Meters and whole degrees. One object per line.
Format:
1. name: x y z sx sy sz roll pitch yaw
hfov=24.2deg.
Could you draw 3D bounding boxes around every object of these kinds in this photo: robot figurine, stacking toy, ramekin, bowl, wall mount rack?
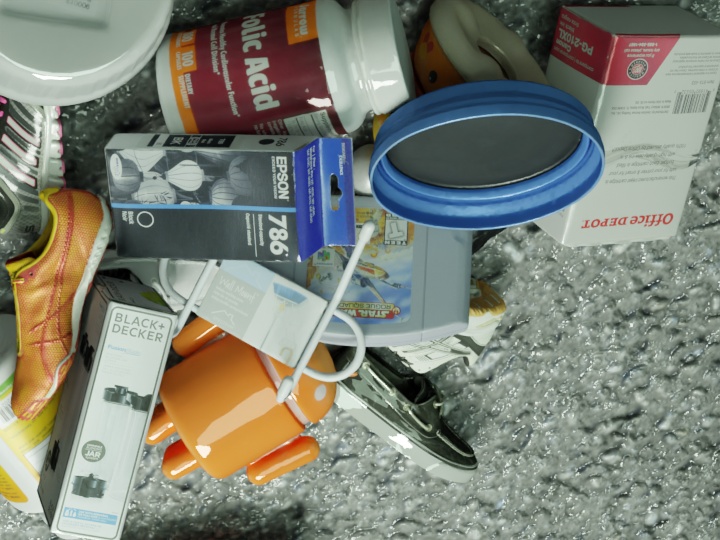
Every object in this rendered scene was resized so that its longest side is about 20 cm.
1. robot figurine: -0.107 0.113 1.549 0.199 0.144 0.117 -31 150 1
2. stacking toy: 0.060 -0.129 1.480 0.146 0.147 0.200 33 119 -28
3. ramekin: -0.236 -0.231 1.302 0.199 0.098 0.202 -1 92 -15
4. bowl: 0.105 -0.096 1.406 0.199 0.040 0.201 -3 154 -1
5. wall mount rack: -0.076 0.008 1.427 0.199 0.075 0.175 28 95 4

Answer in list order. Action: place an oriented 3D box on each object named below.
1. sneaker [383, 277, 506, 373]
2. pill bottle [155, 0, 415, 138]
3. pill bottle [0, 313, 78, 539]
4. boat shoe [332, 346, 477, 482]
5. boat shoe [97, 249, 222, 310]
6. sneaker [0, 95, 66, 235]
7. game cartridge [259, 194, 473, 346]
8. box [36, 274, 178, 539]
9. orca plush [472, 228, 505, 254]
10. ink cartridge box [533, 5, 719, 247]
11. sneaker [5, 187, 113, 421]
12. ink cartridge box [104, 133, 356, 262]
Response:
1. sneaker: 0.046 0.060 1.574 0.199 0.076 0.088 2 123 -31
2. pill bottle: -0.060 -0.161 1.393 0.199 0.114 0.115 -12 121 9
3. pill bottle: -0.297 0.147 1.514 0.111 0.111 0.201 -31 121 1
4. boat shoe: 0.051 0.138 1.634 0.200 0.071 0.064 36 104 -27
5. boat shoe: -0.201 0.011 1.495 0.199 0.069 0.072 6 115 -19
6. sneaker: -0.297 -0.112 1.400 0.087 0.074 0.201 -11 124 -17
7. game cartridge: 0.000 0.000 1.496 0.198 0.134 0.042 2 158 2
8. box: -0.215 0.114 1.412 0.060 0.117 0.201 13 96 -19
9. orca plush: 0.056 -0.031 1.546 0.198 0.071 0.106 -4 118 -14
10. ink cartridge box: 0.236 -0.132 1.519 0.144 0.084 0.201 -5 119 -32
11. sneaker: -0.269 0.026 1.410 0.077 0.073 0.201 13 93 -21
12. ink cartridge box: -0.104 -0.059 1.358 0.198 0.039 0.100 0 115 8
